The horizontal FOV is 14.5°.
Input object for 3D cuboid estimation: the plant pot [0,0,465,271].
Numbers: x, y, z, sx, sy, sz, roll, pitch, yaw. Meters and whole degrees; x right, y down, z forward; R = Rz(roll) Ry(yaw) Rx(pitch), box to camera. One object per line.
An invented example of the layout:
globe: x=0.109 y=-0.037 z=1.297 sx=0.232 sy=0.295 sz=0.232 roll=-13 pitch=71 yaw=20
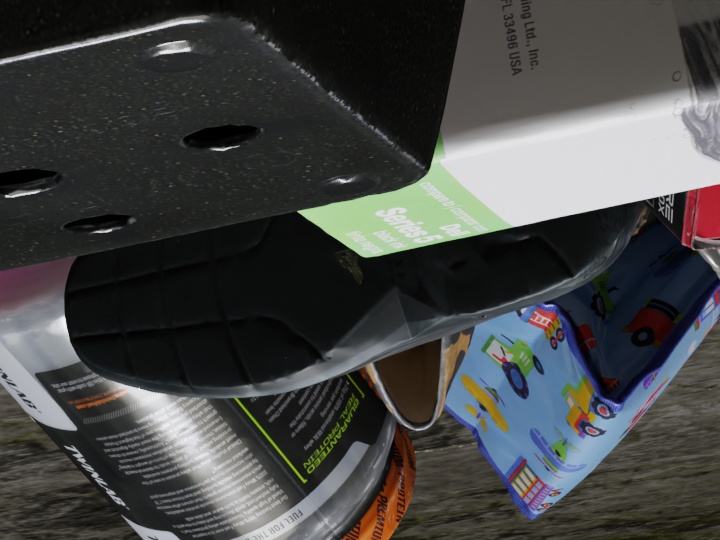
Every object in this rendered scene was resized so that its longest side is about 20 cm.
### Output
plant pot: x=-0.074 y=-0.101 z=0.557 sx=0.199 sy=0.178 sz=0.199 roll=-12 pitch=167 yaw=14

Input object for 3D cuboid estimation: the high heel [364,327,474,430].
high heel: x=0.006 y=-0.025 z=1.000 sx=0.071 sy=0.143 sz=0.200 roll=-9 pitch=167 yaw=9

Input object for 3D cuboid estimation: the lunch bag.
lunch bag: x=0.131 y=-0.007 z=1.187 sx=0.200 sy=0.094 sz=0.151 roll=-36 pitch=169 yaw=-21

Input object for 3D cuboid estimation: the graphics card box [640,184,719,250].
graphics card box: x=0.118 y=-0.068 z=0.856 sx=0.125 sy=0.051 sz=0.200 roll=-4 pitch=-157 yaw=-16

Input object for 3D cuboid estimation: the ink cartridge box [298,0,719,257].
ink cartridge box: x=0.074 y=-0.098 z=0.718 sx=0.199 sy=0.146 sz=0.084 roll=-11 pitch=165 yaw=15

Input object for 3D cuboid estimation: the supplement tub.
supplement tub: x=-0.066 y=0.033 z=1.084 sx=0.122 sy=0.123 sz=0.200 roll=-14 pitch=133 yaw=27

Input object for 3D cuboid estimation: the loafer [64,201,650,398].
loafer: x=0.000 y=0.000 z=0.917 sx=0.199 sy=0.073 sz=0.072 roll=-10 pitch=175 yaw=22

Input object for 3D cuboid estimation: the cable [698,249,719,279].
cable: x=0.110 y=-0.030 z=0.940 sx=0.050 sy=0.097 sz=0.200 roll=-23 pitch=-156 yaw=15

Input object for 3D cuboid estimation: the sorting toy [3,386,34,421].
sorting toy: x=-0.064 y=0.005 z=1.256 sx=0.199 sy=0.070 sz=0.199 roll=-7 pitch=167 yaw=1
